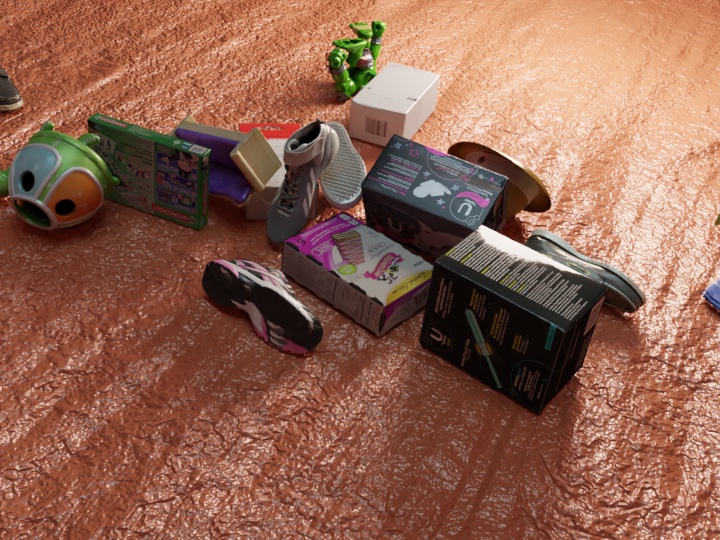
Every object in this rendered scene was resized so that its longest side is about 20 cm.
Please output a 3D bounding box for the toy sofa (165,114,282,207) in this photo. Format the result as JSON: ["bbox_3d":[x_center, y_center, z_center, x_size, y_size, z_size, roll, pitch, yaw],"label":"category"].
[{"bbox_3d":[-0.228,-0.175,1.547,0.200,0.083,0.098,18,61,44],"label":"toy sofa"}]

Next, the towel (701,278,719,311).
[{"bbox_3d":[0.646,0.018,1.514,0.200,0.024,0.145,-38,52,-9],"label":"towel"}]

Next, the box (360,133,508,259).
[{"bbox_3d":[0.114,-0.099,1.526,0.200,0.132,0.115,25,64,19],"label":"box"}]

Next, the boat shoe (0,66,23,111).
[{"bbox_3d":[-0.676,-0.352,1.771,0.072,0.066,0.201,-24,48,-37],"label":"boat shoe"}]

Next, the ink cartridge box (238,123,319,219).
[{"bbox_3d":[-0.142,-0.168,1.635,0.116,0.067,0.200,-1,38,-12],"label":"ink cartridge box"}]

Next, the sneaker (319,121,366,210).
[{"bbox_3d":[-0.028,-0.145,1.600,0.075,0.105,0.201,-13,45,-2],"label":"sneaker"}]

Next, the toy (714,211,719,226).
[{"bbox_3d":[0.681,-0.041,1.633,0.200,0.115,0.047,32,83,24],"label":"toy"}]

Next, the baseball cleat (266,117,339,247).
[{"bbox_3d":[-0.103,-0.137,1.491,0.070,0.201,0.106,21,-5,25],"label":"baseball cleat"}]

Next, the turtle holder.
[{"bbox_3d":[-0.470,-0.139,1.474,0.185,0.141,0.132,26,59,6],"label":"turtle holder"}]

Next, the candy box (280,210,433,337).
[{"bbox_3d":[0.000,0.000,1.448,0.200,0.061,0.136,32,42,28],"label":"candy box"}]

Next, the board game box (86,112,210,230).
[{"bbox_3d":[-0.328,-0.153,1.522,0.199,0.135,0.029,19,38,13],"label":"board game box"}]

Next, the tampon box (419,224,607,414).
[{"bbox_3d":[0.202,0.062,1.332,0.200,0.150,0.126,30,42,26],"label":"tampon box"}]

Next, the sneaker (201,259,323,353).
[{"bbox_3d":[-0.121,0.034,1.369,0.200,0.081,0.086,36,34,24],"label":"sneaker"}]

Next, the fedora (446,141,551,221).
[{"bbox_3d":[0.212,-0.128,1.610,0.200,0.201,0.082,28,76,24],"label":"fedora"}]

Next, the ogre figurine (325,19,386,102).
[{"bbox_3d":[-0.008,-0.409,1.940,0.098,0.120,0.200,7,35,5],"label":"ogre figurine"}]

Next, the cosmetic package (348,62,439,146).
[{"bbox_3d":[0.065,-0.313,1.859,0.113,0.081,0.200,16,38,13],"label":"cosmetic package"}]

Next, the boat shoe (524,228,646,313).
[{"bbox_3d":[0.334,0.013,1.496,0.201,0.072,0.060,32,63,17],"label":"boat shoe"}]
